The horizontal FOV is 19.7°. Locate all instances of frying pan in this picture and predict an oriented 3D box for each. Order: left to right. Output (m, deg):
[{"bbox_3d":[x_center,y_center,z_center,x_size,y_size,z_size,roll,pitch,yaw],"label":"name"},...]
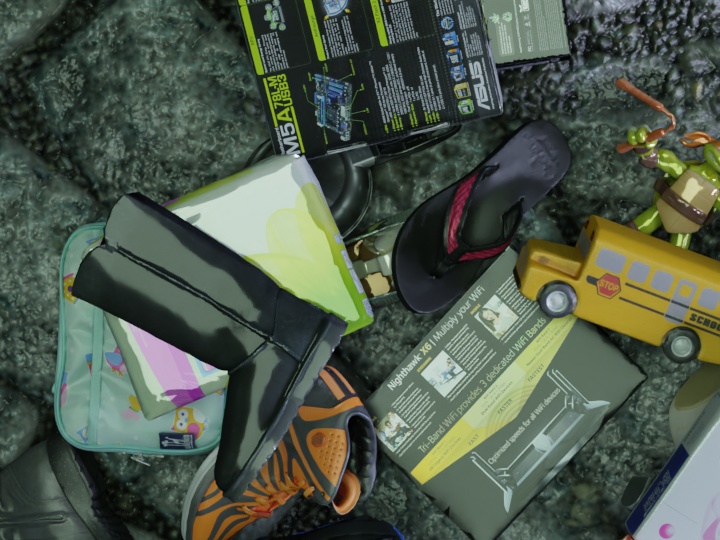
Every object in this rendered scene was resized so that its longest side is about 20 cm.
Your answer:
[{"bbox_3d":[-0.011,-0.073,1.718,0.188,0.031,0.116,-3,68,9],"label":"frying pan"}]

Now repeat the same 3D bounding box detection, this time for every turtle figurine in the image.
[{"bbox_3d":[0.252,-0.054,1.689,0.199,0.064,0.162,35,103,-10],"label":"turtle figurine"}]

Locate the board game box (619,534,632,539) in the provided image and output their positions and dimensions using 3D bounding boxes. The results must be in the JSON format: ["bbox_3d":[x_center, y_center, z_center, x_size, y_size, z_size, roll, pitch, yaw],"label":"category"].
[{"bbox_3d":[0.183,0.325,1.658,0.200,0.046,0.152,-41,85,34],"label":"board game box"}]

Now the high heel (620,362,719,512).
[{"bbox_3d":[0.314,0.154,1.698,0.142,0.071,0.201,39,79,-19],"label":"high heel"}]

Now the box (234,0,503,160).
[{"bbox_3d":[0.002,-0.201,1.662,0.192,0.048,0.201,-12,107,8],"label":"box"}]

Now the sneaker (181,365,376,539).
[{"bbox_3d":[-0.063,0.175,1.685,0.112,0.077,0.201,44,112,26],"label":"sneaker"}]

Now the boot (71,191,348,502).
[{"bbox_3d":[-0.134,0.057,1.581,0.199,0.066,0.166,31,83,-3],"label":"boot"}]

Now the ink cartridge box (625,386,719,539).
[{"bbox_3d":[0.343,0.175,1.632,0.199,0.043,0.197,31,100,-11],"label":"ink cartridge box"}]

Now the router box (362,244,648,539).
[{"bbox_3d":[0.113,0.104,1.708,0.157,0.052,0.200,44,94,5],"label":"router box"}]

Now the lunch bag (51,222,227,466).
[{"bbox_3d":[-0.177,0.060,1.724,0.159,0.077,0.202,2,88,5],"label":"lunch bag"}]

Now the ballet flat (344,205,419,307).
[{"bbox_3d":[0.000,0.000,1.711,0.199,0.071,0.070,-20,89,5],"label":"ballet flat"}]

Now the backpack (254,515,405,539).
[{"bbox_3d":[-0.035,0.296,1.664,0.199,0.168,0.163,-22,46,0],"label":"backpack"}]

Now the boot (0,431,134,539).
[{"bbox_3d":[-0.259,0.245,1.744,0.131,0.070,0.201,-27,76,8],"label":"boot"}]

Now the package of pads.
[{"bbox_3d":[-0.107,0.009,1.648,0.199,0.068,0.156,-23,89,0],"label":"package of pads"}]

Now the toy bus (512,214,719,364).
[{"bbox_3d":[0.224,0.016,1.641,0.199,0.065,0.079,20,105,-6],"label":"toy bus"}]

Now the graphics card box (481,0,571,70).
[{"bbox_3d":[0.070,-0.223,1.716,0.198,0.051,0.127,-9,90,6],"label":"graphics card box"}]

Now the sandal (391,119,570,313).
[{"bbox_3d":[0.100,-0.048,1.683,0.200,0.045,0.075,-46,109,-14],"label":"sandal"}]
